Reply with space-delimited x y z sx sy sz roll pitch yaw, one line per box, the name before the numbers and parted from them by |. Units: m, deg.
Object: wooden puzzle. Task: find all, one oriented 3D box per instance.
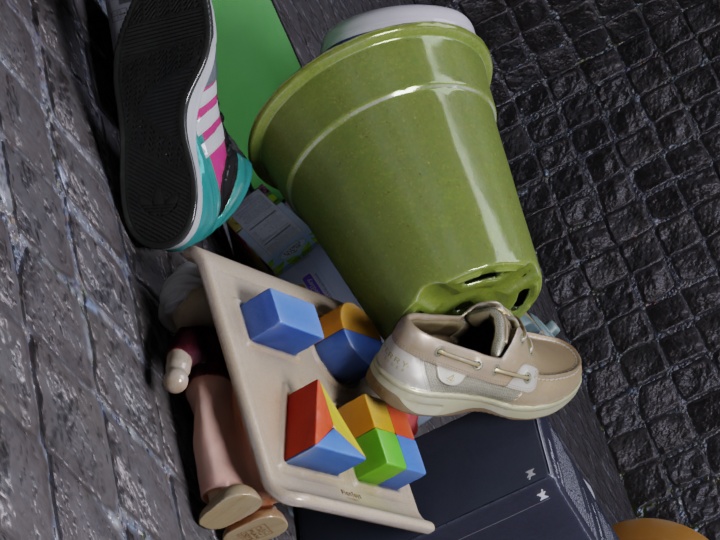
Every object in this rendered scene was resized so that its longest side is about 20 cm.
wooden puzzle | -0.024 0.076 1.310 0.185 0.046 0.201 22 39 -55

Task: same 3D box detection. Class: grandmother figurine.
grandmother figurine | -0.093 0.082 1.289 0.121 0.060 0.201 65 8 -57

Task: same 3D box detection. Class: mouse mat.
mouse mat | -0.090 -0.163 1.669 0.201 0.007 0.161 65 32 -24

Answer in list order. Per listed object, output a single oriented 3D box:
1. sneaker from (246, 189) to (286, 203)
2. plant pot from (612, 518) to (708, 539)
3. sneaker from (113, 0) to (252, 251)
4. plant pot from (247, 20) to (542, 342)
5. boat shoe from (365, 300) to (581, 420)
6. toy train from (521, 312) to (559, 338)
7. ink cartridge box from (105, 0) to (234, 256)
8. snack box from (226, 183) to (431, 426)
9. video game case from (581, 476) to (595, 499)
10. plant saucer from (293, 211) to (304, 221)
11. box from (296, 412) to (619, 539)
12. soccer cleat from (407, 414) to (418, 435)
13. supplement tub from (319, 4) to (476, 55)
sneaker | -0.082 -0.096 1.750 0.200 0.081 0.076 -20 97 -61
plant pot | 0.348 0.436 2.364 0.201 0.199 0.184 61 27 -19
sneaker | -0.125 -0.110 1.415 0.121 0.083 0.202 27 66 -78
plant pot | 0.040 -0.044 1.424 0.191 0.199 0.200 67 10 27
boat shoe | 0.092 0.059 1.361 0.199 0.065 0.072 2 32 -43
toy train | 0.090 0.025 1.591 0.200 0.085 0.114 53 6 20
ink cartridge box | -0.156 -0.126 1.559 0.201 0.057 0.163 81 -5 -46
snack box | -0.028 0.037 1.620 0.201 0.053 0.142 57 -6 -30
video game case | 0.081 0.188 1.554 0.200 0.181 0.024 47 21 -60
plant saucer | 0.000 0.000 1.624 0.200 0.036 0.200 52 -7 9
box | 0.082 0.216 1.443 0.183 0.199 0.104 58 12 -34
soccer cleat | -0.045 0.097 1.432 0.199 0.086 0.069 26 9 -30
supplement tub | 0.043 -0.122 1.747 0.145 0.144 0.202 33 50 -71
